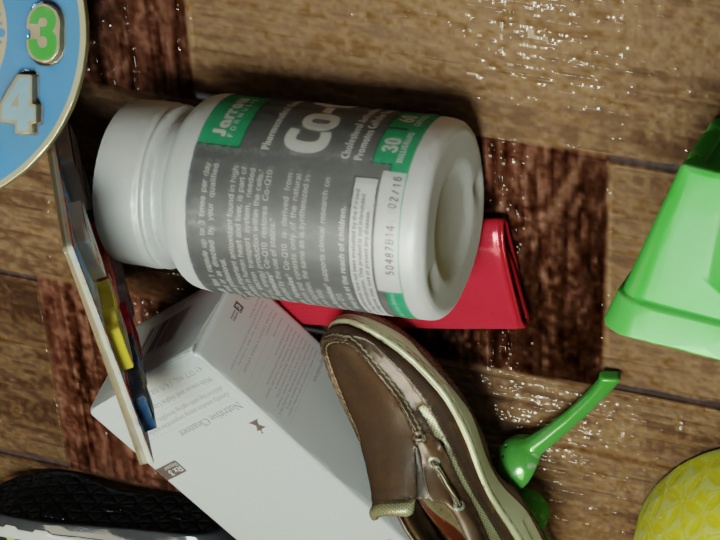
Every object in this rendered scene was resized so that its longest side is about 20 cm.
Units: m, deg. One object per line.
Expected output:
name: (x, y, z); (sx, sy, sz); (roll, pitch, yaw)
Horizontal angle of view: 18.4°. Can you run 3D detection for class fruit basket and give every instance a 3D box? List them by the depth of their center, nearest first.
fruit basket: (0.235, 0.038, 1.161); (0.215, 0.156, 0.216); (7, 111, 18)

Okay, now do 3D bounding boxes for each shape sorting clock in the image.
shape sorting clock: (-0.249, -0.136, 1.254); (0.199, 0.039, 0.201); (1, 92, 14)

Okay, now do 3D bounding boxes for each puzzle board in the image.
puzzle board: (-0.152, -0.003, 1.285); (0.017, 0.200, 0.151); (-17, 123, -3)

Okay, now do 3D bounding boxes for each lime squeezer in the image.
lime squeezer: (0.116, 0.135, 1.368); (0.070, 0.038, 0.200); (-7, 129, -8)

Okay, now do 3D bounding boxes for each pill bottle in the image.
pill bottle: (-0.040, -0.039, 1.241); (0.199, 0.113, 0.113); (7, 129, 20)

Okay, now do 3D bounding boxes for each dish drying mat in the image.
dish drying mat: (0.000, 0.000, 1.319); (0.200, 0.018, 0.077); (1, 127, 26)

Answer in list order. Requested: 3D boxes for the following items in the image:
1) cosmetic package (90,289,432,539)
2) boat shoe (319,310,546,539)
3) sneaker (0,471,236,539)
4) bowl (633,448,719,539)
cosmetic package: (-0.053, 0.105, 1.374); (0.200, 0.081, 0.113); (43, 134, -18)
boat shoe: (0.035, 0.119, 1.320); (0.202, 0.075, 0.075); (53, 144, -9)
sneaker: (-0.171, 0.196, 1.513); (0.200, 0.072, 0.083); (9, 117, 19)
bowl: (0.246, 0.212, 1.310); (0.200, 0.108, 0.200); (13, 132, 15)
